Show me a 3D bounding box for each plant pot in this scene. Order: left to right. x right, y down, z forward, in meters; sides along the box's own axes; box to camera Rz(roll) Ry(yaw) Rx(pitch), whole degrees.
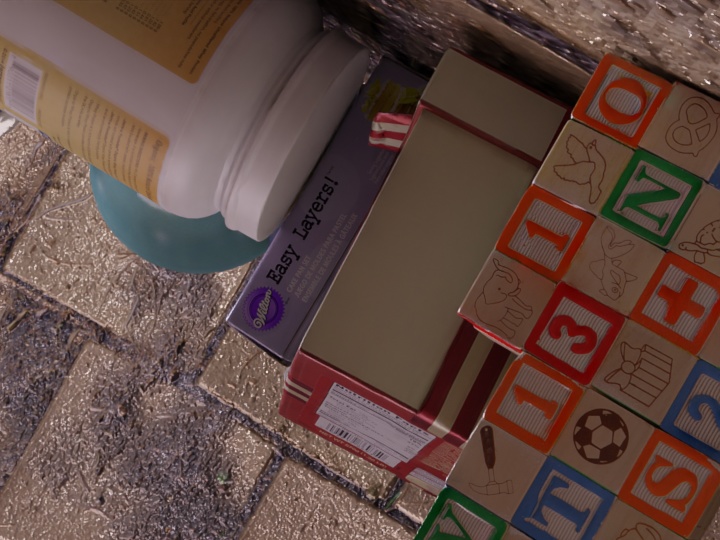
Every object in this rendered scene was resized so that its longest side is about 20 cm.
[{"bbox_3d":[-0.142,-0.111,1.222,0.200,0.201,0.161,31,169,3],"label":"plant pot"}]

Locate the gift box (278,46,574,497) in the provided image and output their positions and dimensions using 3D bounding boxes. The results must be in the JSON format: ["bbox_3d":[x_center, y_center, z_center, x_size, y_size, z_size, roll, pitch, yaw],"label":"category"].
[{"bbox_3d":[0.064,0.012,0.717,0.184,0.187,0.200,29,164,-3],"label":"gift box"}]

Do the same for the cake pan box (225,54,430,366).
[{"bbox_3d":[0.011,-0.021,0.901,0.052,0.185,0.200,33,-178,18],"label":"cake pan box"}]

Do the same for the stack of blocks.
[{"bbox_3d":[0.097,0.035,0.541,0.115,0.201,0.059,29,180,21],"label":"stack of blocks"}]

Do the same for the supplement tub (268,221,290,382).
[{"bbox_3d":[0.000,0.000,1.089,0.140,0.201,0.140,-2,-164,1],"label":"supplement tub"}]

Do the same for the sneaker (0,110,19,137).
[{"bbox_3d":[-0.285,-0.201,1.153,0.111,0.200,0.077,36,-151,-20],"label":"sneaker"}]

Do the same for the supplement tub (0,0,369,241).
[{"bbox_3d":[-0.110,-0.119,0.790,0.199,0.145,0.145,31,179,4],"label":"supplement tub"}]
